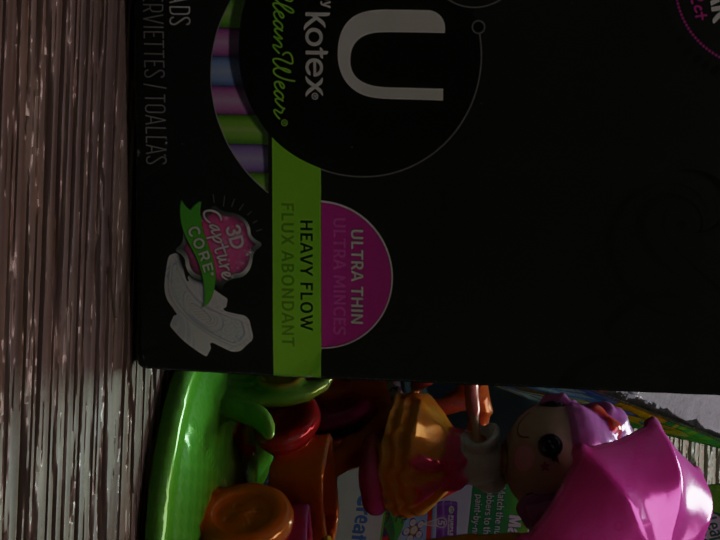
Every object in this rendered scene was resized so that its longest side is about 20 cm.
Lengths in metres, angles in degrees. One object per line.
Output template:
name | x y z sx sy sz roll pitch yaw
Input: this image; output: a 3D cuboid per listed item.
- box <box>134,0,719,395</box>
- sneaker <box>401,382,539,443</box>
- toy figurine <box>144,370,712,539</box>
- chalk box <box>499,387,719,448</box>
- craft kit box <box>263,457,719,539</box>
box | 0.037 -0.046 0.652 0.124 0.200 0.149 -49 140 -75
sneaker | 0.068 0.069 0.956 0.075 0.106 0.200 109 -27 -62
toy figurine | 0.035 0.083 0.718 0.200 0.184 0.150 -75 164 -56
chalk box | 0.104 -0.002 0.854 0.124 0.200 0.125 8 -103 60
craft kit box | 0.045 0.171 0.764 0.049 0.197 0.200 77 18 -53
